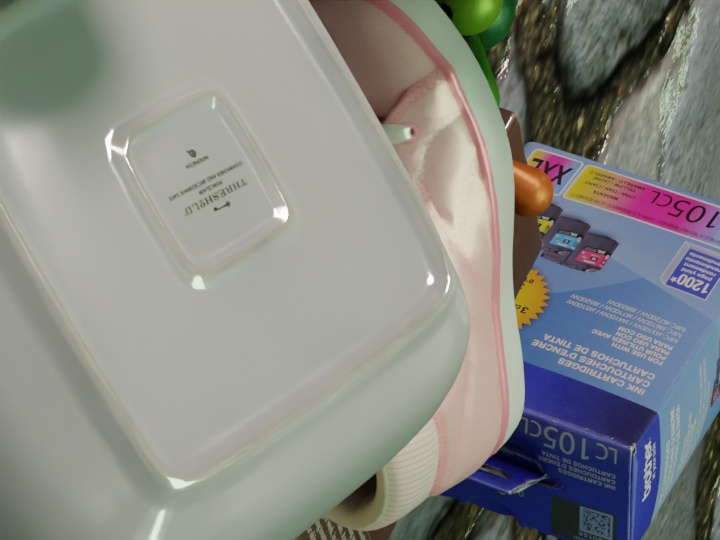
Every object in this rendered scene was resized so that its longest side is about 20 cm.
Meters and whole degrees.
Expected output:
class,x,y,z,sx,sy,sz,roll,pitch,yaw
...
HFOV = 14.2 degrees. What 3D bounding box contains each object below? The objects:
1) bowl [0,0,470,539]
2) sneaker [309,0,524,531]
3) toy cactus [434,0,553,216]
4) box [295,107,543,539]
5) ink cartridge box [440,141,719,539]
class,x,y,z,sx,sy,sz,roll,pitch,yaw
bowl,-0.062,-0.012,0.776,0.200,0.075,0.200,-32,94,-42
sneaker,0.000,0.000,1.013,0.105,0.075,0.201,-38,127,-42
toy cactus,0.051,-0.113,1.081,0.200,0.102,0.166,-49,-150,41
box,-0.003,0.031,1.146,0.200,0.075,0.100,-59,156,-24
ink cartridge box,0.089,0.042,1.293,0.200,0.136,0.077,-52,151,-40
